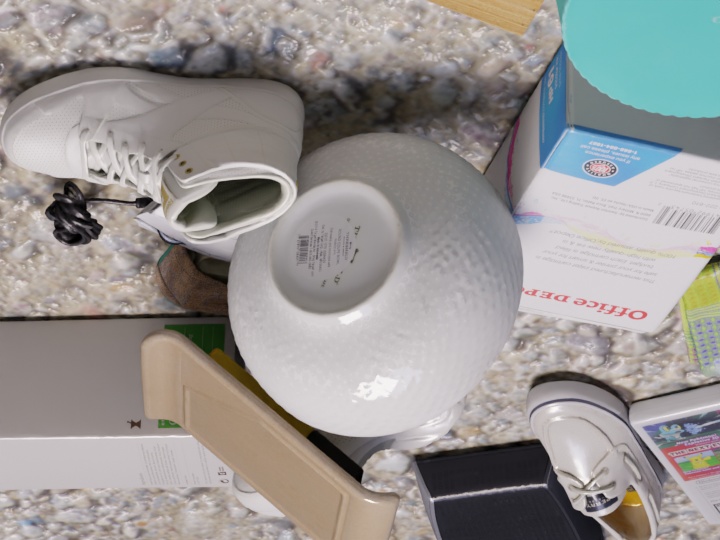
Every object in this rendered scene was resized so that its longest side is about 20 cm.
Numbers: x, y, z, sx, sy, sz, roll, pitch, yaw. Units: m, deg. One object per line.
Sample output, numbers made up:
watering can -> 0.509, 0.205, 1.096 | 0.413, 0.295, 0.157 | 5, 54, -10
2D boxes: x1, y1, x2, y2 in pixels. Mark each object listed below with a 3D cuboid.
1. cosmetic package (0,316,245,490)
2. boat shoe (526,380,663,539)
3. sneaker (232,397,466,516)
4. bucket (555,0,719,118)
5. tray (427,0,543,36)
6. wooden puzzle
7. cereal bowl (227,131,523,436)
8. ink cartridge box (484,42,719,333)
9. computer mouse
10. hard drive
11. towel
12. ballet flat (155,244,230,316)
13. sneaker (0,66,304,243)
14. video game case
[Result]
cosmetic package -> -0.188, 0.100, 1.925 | 0.199, 0.108, 0.085 | -2, 147, 2
boat shoe -> 0.187, 0.157, 2.030 | 0.071, 0.070, 0.200 | -13, 144, 20
sneaker -> -0.026, 0.101, 1.846 | 0.200, 0.078, 0.099 | -34, 129, 24
bucket -> 0.197, -0.190, 1.462 | 0.206, 0.135, 0.207 | 1, 146, 0
tray -> 0.006, -0.204, 1.476 | 0.199, 0.099, 0.037 | 19, 121, -24
wooden puzzle -> -0.060, 0.120, 1.764 | 0.200, 0.037, 0.185 | 35, 162, 9
cereal bowl -> 0.000, 0.000, 1.654 | 0.199, 0.201, 0.083 | -12, 156, 19
ink cartridge box -> 0.166, -0.053, 1.710 | 0.144, 0.085, 0.200 | 11, 143, -14
computer mouse -> -0.114, -0.029, 1.754 | 0.199, 0.044, 0.110 | 2, 171, -12
hard drive -> 0.125, 0.212, 2.137 | 0.134, 0.042, 0.200 | -8, 145, 13
towel -> 0.332, 0.028, 1.880 | 0.199, 0.023, 0.144 | -6, 146, 10
ballet flat -> -0.043, 0.009, 1.826 | 0.199, 0.068, 0.067 | 7, 139, -12
sneaker -> -0.135, -0.071, 1.652 | 0.199, 0.116, 0.074 | -3, 126, 1
video game case -> 0.336, 0.133, 2.036 | 0.199, 0.023, 0.182 | -14, 143, 23
